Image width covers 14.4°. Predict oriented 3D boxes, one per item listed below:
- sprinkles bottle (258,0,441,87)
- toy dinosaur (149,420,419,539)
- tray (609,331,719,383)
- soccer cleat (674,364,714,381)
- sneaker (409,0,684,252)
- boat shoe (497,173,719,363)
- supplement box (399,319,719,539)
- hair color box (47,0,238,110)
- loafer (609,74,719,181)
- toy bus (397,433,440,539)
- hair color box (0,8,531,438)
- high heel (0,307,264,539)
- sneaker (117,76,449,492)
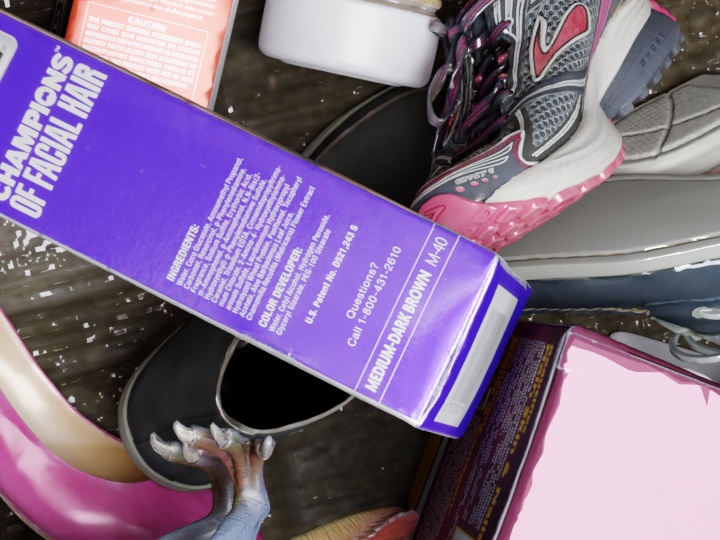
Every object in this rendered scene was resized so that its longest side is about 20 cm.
[{"bbox_3d":[0.013,-0.173,1.076,0.068,0.068,0.201,11,93,-12],"label":"sprinkles bottle"},{"bbox_3d":[-0.066,0.143,0.934,0.199,0.105,0.183,19,77,-25],"label":"toy dinosaur"},{"bbox_3d":[0.125,0.134,1.155,0.107,0.022,0.201,15,93,-14],"label":"tray"},{"bbox_3d":[0.132,0.090,1.112,0.086,0.070,0.200,40,82,-2],"label":"soccer cleat"},{"bbox_3d":[0.054,-0.065,1.048,0.080,0.200,0.075,-31,106,31],"label":"sneaker"},{"bbox_3d":[0.136,-0.004,1.072,0.199,0.075,0.062,-11,121,3],"label":"boat shoe"},{"bbox_3d":[0.075,0.082,0.980,0.085,0.200,0.111,21,88,-5],"label":"supplement box"},{"bbox_3d":[-0.072,-0.134,1.046,0.061,0.101,0.201,14,92,-11],"label":"hair color box"},{"bbox_3d":[0.189,-0.060,1.131,0.199,0.072,0.063,-23,117,-2],"label":"loafer"},{"bbox_3d":[0.043,0.153,1.113,0.078,0.065,0.201,10,91,-7],"label":"toy bus"},{"bbox_3d":[-0.048,-0.017,0.926,0.199,0.109,0.065,25,89,10],"label":"hair color box"},{"bbox_3d":[-0.115,0.044,1.075,0.199,0.067,0.096,25,101,0],"label":"high heel"},{"bbox_3d":[0.000,0.000,1.053,0.075,0.106,0.200,43,67,-11],"label":"sneaker"}]
